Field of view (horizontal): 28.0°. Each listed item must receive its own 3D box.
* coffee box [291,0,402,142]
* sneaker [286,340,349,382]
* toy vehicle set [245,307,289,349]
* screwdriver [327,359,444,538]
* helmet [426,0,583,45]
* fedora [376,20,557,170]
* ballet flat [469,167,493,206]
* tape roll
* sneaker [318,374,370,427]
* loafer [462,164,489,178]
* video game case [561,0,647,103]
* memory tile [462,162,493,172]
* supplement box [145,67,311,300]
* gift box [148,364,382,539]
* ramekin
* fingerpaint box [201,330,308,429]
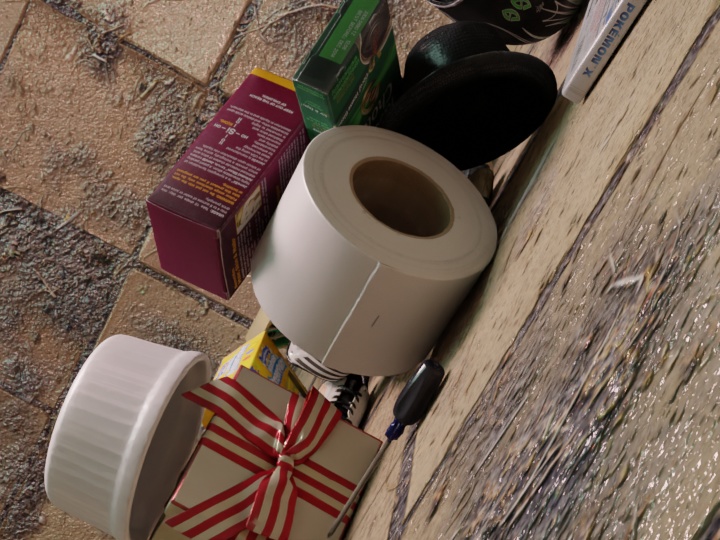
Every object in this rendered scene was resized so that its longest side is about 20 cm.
[{"bbox_3d":[-0.006,-0.173,1.427,0.123,0.044,0.200,-58,-19,-20],"label":"coffee box"},{"bbox_3d":[-0.069,0.040,1.647,0.115,0.201,0.075,-40,-13,37],"label":"sneaker"},{"bbox_3d":[-0.040,0.054,1.841,0.124,0.198,0.027,122,132,-62],"label":"toy vehicle set"},{"bbox_3d":[0.017,0.159,1.281,0.201,0.028,0.029,-57,34,24],"label":"screwdriver"},{"bbox_3d":[0.175,-0.356,1.663,0.199,0.189,0.202,-17,70,54],"label":"helmet"},{"bbox_3d":[0.097,-0.181,1.443,0.201,0.199,0.092,123,140,-55],"label":"fedora"},{"bbox_3d":[0.082,-0.020,1.506,0.201,0.056,0.066,-62,4,9],"label":"ballet flat"},{"bbox_3d":[0.012,-0.020,1.368,0.140,0.202,0.203,-59,4,37],"label":"tape roll"},{"bbox_3d":[-0.031,0.162,1.642,0.080,0.073,0.200,-59,5,15],"label":"sneaker"},{"bbox_3d":[0.078,-0.039,1.594,0.201,0.070,0.068,-60,4,25],"label":"loafer"},{"bbox_3d":[0.248,-0.269,1.307,0.183,0.022,0.201,-60,3,38],"label":"video game case"},{"bbox_3d":[0.040,-0.097,1.640,0.200,0.153,0.017,-44,11,9],"label":"memory tile"},{"bbox_3d":[-0.117,-0.088,1.428,0.201,0.085,0.111,-55,-21,-31],"label":"supplement box"},{"bbox_3d":[-0.110,0.218,1.398,0.187,0.199,0.186,-54,13,54],"label":"gift box"},{"bbox_3d":[-0.229,0.161,1.420,0.200,0.097,0.202,20,-90,-82],"label":"ramekin"},{"bbox_3d":[-0.104,0.182,1.702,0.073,0.167,0.200,-33,9,11],"label":"fingerpaint box"}]
